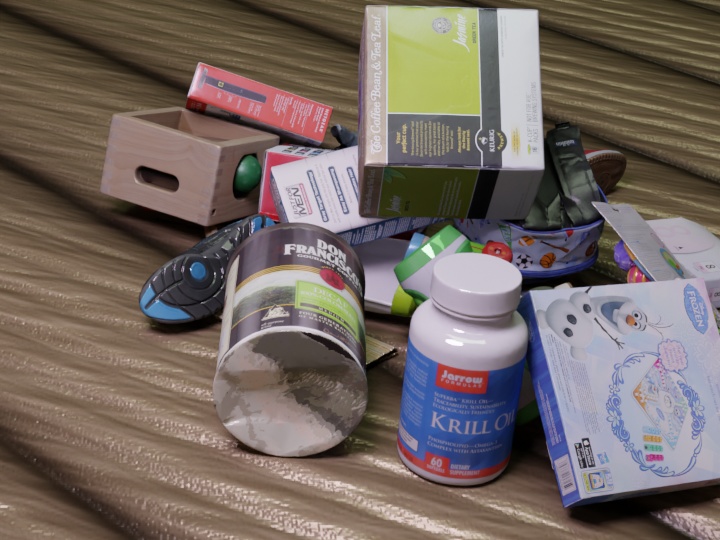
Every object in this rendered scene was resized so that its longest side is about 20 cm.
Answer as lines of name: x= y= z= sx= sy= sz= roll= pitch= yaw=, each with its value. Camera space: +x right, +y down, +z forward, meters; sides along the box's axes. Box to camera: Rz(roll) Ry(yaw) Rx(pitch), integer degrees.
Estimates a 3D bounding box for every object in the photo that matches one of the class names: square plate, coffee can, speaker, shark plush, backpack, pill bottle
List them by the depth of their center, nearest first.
pill bottle: x=0.097 y=0.090 z=1.366 sx=0.112 sy=0.200 sz=0.112 roll=3 pitch=27 yaw=-2
coffee can: x=-0.066 y=0.065 z=1.436 sx=0.146 sy=0.147 sz=0.200 roll=3 pitch=31 yaw=-3
speaker: x=0.122 y=0.055 z=1.458 sx=0.200 sy=0.088 sz=0.088 roll=52 pitch=36 yaw=-1
square plate: x=0.000 y=0.000 z=1.706 sx=0.200 sy=0.029 sz=0.198 roll=11 pitch=24 yaw=12
backpack: x=0.198 y=-0.069 z=1.746 sx=0.200 sy=0.154 sz=0.191 roll=-12 pitch=35 yaw=-16
shark plush: x=0.012 y=-0.174 z=1.939 sx=0.200 sy=0.083 sz=0.091 roll=11 pitch=10 yaw=-47

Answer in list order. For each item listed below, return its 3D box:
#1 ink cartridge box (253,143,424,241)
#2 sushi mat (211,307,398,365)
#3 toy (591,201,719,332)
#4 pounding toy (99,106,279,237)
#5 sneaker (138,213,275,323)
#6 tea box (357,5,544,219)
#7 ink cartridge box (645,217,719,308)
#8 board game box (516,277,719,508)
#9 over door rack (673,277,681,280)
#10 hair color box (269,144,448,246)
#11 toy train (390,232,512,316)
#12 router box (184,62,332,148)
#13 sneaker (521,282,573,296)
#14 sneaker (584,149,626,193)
ink cartridge box: x=-0.017 y=-0.097 z=1.793 sx=0.200 sy=0.084 sz=0.176 roll=8 pitch=10 yaw=6
sushi mat: x=-0.065 y=0.065 z=1.594 sx=0.200 sy=0.012 sz=0.096 roll=24 pitch=34 yaw=33
toy: x=0.335 y=0.009 z=1.664 sx=0.200 sy=0.047 sz=0.115 roll=51 pitch=24 yaw=21
pounding toy: x=-0.201 y=-0.104 z=1.801 sx=0.200 sy=0.142 sz=0.184 roll=18 pitch=16 yaw=21
sneaker: x=-0.175 y=0.007 z=1.629 sx=0.082 sy=0.073 sz=0.200 roll=-18 pitch=11 yaw=48
tea box: x=0.096 y=-0.174 z=1.620 sx=0.196 sy=0.134 sz=0.200 roll=2 pitch=67 yaw=-3
ink cartridge box: x=0.456 y=-0.017 z=1.805 sx=0.200 sy=0.057 sz=0.163 roll=-10 pitch=30 yaw=-18
board game box: x=0.260 y=0.111 z=1.382 sx=0.199 sy=0.043 sz=0.200 roll=-4 pitch=71 yaw=-23
over door rack: x=0.297 y=0.095 z=1.460 sx=0.200 sy=0.067 sz=0.148 roll=-19 pitch=75 yaw=-40
hair color box: x=0.004 y=-0.088 z=1.683 sx=0.200 sy=0.061 sz=0.100 roll=-15 pitch=71 yaw=-12
toy train: x=0.083 y=0.047 z=1.554 sx=0.116 sy=0.085 sz=0.200 roll=17 pitch=52 yaw=8
router box: x=-0.139 y=-0.206 z=1.923 sx=0.179 sy=0.049 sz=0.200 roll=18 pitch=-5 yaw=-7
sneaker: x=0.198 y=0.078 z=1.565 sx=0.090 sy=0.067 sz=0.200 roll=-5 pitch=27 yaw=-2
sneaker: x=0.259 y=-0.140 z=1.986 sx=0.200 sy=0.071 sz=0.112 roll=-17 pitch=37 yaw=-32
